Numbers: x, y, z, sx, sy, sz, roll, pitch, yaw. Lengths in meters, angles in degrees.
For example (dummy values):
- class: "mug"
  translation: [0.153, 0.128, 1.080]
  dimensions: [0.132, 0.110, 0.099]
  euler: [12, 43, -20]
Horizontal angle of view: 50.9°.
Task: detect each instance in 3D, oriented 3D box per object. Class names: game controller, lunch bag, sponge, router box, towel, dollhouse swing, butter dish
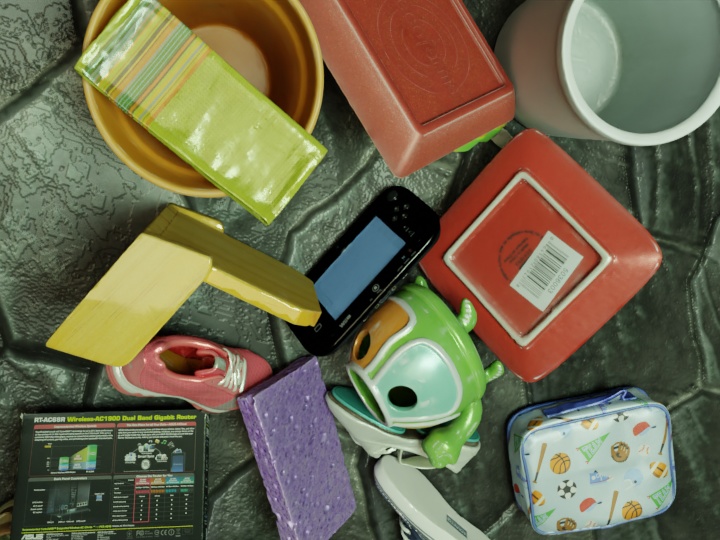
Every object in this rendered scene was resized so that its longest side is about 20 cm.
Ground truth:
- class: "game controller"
  translation: [0.000, 0.000, 0.814]
  dimensions: [0.200, 0.104, 0.042]
  euler: [-48, 126, 4]
- class: "lunch bag"
  translation: [0.281, 0.224, 0.913]
  dimensions: [0.198, 0.076, 0.162]
  euler: [-12, 101, -4]
- class: "sponge"
  translation: [-0.066, 0.209, 0.848]
  dimensions: [0.030, 0.111, 0.202]
  euler: [-5, 106, 37]
- class: "router box"
  translation: [-0.263, 0.230, 0.810]
  dimensions: [0.198, 0.062, 0.152]
  euler: [1, 70, -8]
- class: "towel"
  translation: [-0.127, -0.131, 0.621]
  dimensions: [0.200, 0.018, 0.086]
  euler: [39, 95, -14]
- class: "dollhouse swing"
  translation: [-0.164, 0.038, 0.747]
  dimensions: [0.176, 0.200, 0.182]
  euler: [41, 94, -14]
- class: "butter dish"
  translation: [0.199, -0.016, 0.820]
  dimensions: [0.200, 0.147, 0.200]
  euler: [49, 114, 19]

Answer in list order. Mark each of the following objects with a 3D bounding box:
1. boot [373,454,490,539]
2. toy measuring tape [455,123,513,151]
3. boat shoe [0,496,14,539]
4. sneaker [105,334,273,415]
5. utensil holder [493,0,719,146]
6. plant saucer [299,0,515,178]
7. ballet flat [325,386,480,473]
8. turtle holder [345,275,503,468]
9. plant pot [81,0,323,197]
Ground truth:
- class: "boot"
  translation: [0.071, 0.317, 0.908]
  dimensions: [0.200, 0.073, 0.090]
  euler: [44, 112, -3]
- class: "toy measuring tape"
  translation: [0.132, -0.139, 0.815]
  dimensions: [0.200, 0.074, 0.074]
  euler: [39, 94, -14]
- class: "boat shoe"
  translation: [-0.319, 0.319, 0.849]
  dimensions: [0.198, 0.074, 0.076]
  euler: [19, 99, -11]
- class: "sneaker"
  translation: [-0.157, 0.108, 0.782]
  dimensions: [0.199, 0.086, 0.075]
  euler: [15, 68, -45]
- class: "utensil holder"
  translation: [0.236, -0.210, 0.747]
  dimensions: [0.168, 0.200, 0.172]
  euler: [-2, 100, -9]
- class: "plant saucer"
  translation: [0.056, -0.212, 0.729]
  dimensions: [0.199, 0.037, 0.201]
  euler: [-31, 90, -39]
- class: "ballet flat"
  translation: [0.045, 0.195, 0.882]
  dimensions: [0.198, 0.069, 0.070]
  euler: [19, 99, -15]
- class: "turtle holder"
  translation: [0.062, 0.110, 0.821]
  dimensions: [0.131, 0.141, 0.187]
  euler: [-34, 138, -17]
- class: "plant pot"
  translation: [-0.141, -0.179, 0.713]
  dimensions: [0.198, 0.183, 0.203]
  euler: [-2, 102, -8]
